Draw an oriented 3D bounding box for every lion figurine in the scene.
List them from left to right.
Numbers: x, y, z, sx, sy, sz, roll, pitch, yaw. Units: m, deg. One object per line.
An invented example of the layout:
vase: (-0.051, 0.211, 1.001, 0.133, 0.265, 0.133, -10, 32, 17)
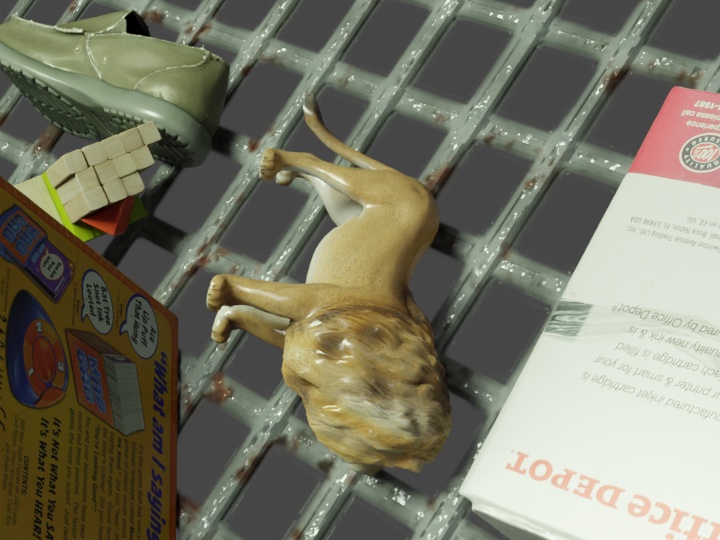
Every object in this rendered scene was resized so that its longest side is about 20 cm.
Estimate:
lion figurine: (0.000, 0.000, 0.803, 0.122, 0.073, 0.201, 13, 58, 6)

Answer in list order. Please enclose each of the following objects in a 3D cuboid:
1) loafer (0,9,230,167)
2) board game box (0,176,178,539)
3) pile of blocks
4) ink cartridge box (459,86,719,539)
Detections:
loafer: (-0.151, -0.120, 1.010, 0.200, 0.075, 0.070, 23, 71, 35)
board game box: (-0.228, 0.091, 0.824, 0.199, 0.200, 0.201, -22, 50, 23)
pile of blocks: (-0.180, -0.023, 0.976, 0.200, 0.082, 0.062, -22, 93, 40)
ink cartridge box: (0.153, 0.040, 0.651, 0.144, 0.084, 0.201, 16, 71, 43)
